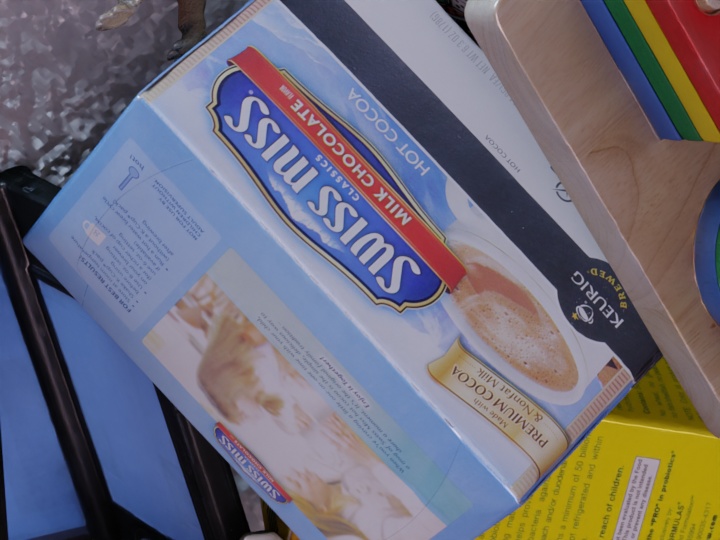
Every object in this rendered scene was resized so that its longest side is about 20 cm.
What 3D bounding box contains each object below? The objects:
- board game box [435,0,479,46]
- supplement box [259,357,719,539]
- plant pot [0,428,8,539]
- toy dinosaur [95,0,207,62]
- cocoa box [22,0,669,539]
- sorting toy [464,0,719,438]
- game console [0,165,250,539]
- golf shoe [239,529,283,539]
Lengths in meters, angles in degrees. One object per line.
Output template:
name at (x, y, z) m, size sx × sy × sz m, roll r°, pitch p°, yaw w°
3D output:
board game box at (0.092, -0.072, 1.167) m, size 0.200 × 0.126 × 0.035 m, roll 29°, pitch 77°, yaw -6°
supplement box at (0.065, 0.081, 1.264) m, size 0.200 × 0.109 × 0.110 m, roll 9°, pitch 114°, yaw -10°
plant pot at (-0.221, 0.051, 1.106) m, size 0.200 × 0.200 × 0.178 m, roll -17°, pitch 130°, yaw 3°
toy dinosaur at (-0.072, -0.161, 1.154) m, size 0.200 × 0.086 × 0.136 m, roll -20°, pitch 78°, yaw -16°
cocoa box at (0.000, 0.000, 1.105) m, size 0.200 × 0.131 × 0.133 m, roll 47°, pitch 145°, yaw 0°
sorting toy at (0.167, -0.073, 1.056) m, size 0.200 × 0.070 × 0.199 m, roll -44°, pitch 116°, yaw -23°
game console at (-0.145, 0.072, 1.235) m, size 0.116 × 0.176 × 0.200 m, roll -29°, pitch 119°, yaw -24°
golf shoe at (-0.095, 0.172, 1.211) m, size 0.200 × 0.078 × 0.097 m, roll -25°, pitch 87°, yaw 13°
